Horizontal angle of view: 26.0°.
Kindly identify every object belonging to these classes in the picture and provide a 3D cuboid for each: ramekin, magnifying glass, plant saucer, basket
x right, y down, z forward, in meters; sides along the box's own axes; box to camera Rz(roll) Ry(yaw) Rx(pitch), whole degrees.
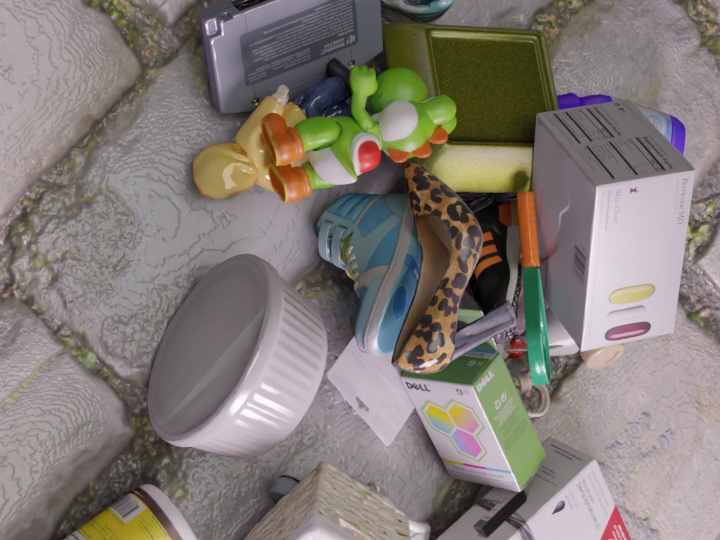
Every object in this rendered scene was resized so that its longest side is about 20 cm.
[{"bbox_3d":[-0.117,0.094,1.549,0.094,0.202,0.204,31,76,-29],"label":"ramekin"},{"bbox_3d":[0.182,0.019,1.635,0.022,0.080,0.203,-7,83,11],"label":"magnifying glass"},{"bbox_3d":[0.134,-0.184,1.674,0.198,0.048,0.202,0,68,-21],"label":"plant saucer"},{"bbox_3d":[-0.052,0.308,1.554,0.135,0.124,0.200,35,115,-17],"label":"basket"}]

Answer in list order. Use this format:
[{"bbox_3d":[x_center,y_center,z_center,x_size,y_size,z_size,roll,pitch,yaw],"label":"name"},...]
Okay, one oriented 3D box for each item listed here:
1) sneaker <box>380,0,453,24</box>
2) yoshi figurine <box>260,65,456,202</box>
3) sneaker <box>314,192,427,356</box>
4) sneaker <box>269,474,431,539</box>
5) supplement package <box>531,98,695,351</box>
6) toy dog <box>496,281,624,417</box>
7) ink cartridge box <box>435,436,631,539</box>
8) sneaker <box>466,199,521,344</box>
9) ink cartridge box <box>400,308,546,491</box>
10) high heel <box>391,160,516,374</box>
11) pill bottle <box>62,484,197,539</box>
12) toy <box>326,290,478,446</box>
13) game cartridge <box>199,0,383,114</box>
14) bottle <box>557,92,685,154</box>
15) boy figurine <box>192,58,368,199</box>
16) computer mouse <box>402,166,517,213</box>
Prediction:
[{"bbox_3d":[0.013,-0.323,1.678,0.198,0.086,0.079,14,81,-22],"label":"sneaker"},{"bbox_3d":[-0.003,-0.148,1.592,0.198,0.112,0.113,-18,91,-11],"label":"yoshi figurine"},{"bbox_3d":[0.000,0.000,1.629,0.080,0.129,0.201,72,32,-47],"label":"sneaker"},{"bbox_3d":[-0.009,0.255,1.655,0.199,0.073,0.071,34,66,-27],"label":"sneaker"},{"bbox_3d":[0.255,-0.048,1.621,0.110,0.156,0.202,-11,126,-14],"label":"supplement package"},{"bbox_3d":[0.210,0.060,1.717,0.199,0.097,0.132,-30,64,-33],"label":"toy dog"},{"bbox_3d":[0.186,0.306,1.701,0.199,0.083,0.145,-38,120,-19],"label":"ink cartridge box"},{"bbox_3d":[0.129,-0.001,1.684,0.089,0.070,0.201,5,47,6],"label":"sneaker"},{"bbox_3d":[0.111,0.135,1.652,0.059,0.103,0.201,-45,123,-33],"label":"ink cartridge box"},{"bbox_3d":[0.056,-0.003,1.549,0.142,0.071,0.201,-25,84,-27],"label":"high heel"},{"bbox_3d":[-0.256,0.306,1.519,0.199,0.109,0.110,-34,100,-20],"label":"pill bottle"},{"bbox_3d":[0.038,0.074,1.686,0.115,0.047,0.201,50,63,-26],"label":"toy"},{"bbox_3d":[-0.070,-0.241,1.626,0.198,0.041,0.134,-23,133,-19],"label":"game cartridge"},{"bbox_3d":[0.276,-0.159,1.792,0.198,0.065,0.085,14,83,-22],"label":"bottle"},{"bbox_3d":[-0.085,-0.133,1.630,0.199,0.064,0.125,-35,140,-10],"label":"boy figurine"},{"bbox_3d":[0.100,-0.147,1.717,0.139,0.046,0.201,-25,78,-12],"label":"computer mouse"}]
